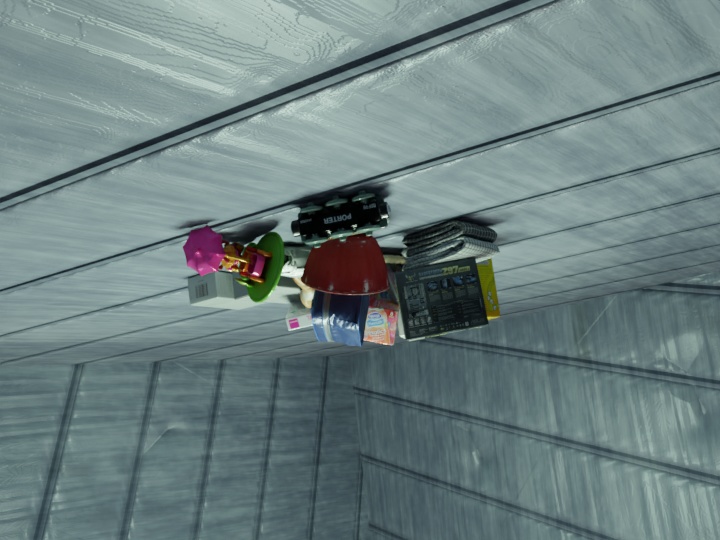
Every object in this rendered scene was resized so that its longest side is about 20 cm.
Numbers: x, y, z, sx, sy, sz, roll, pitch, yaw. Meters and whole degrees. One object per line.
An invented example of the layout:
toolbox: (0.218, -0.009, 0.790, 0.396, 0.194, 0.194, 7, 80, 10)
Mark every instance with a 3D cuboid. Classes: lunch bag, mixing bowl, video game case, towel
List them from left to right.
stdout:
lunch bag: (-0.052, 0.091, 1.646, 0.129, 0.139, 0.201, 7, 156, 6)
mixing bowl: (-0.030, -0.028, 1.507, 0.194, 0.111, 0.200, 4, -167, -1)
video game case: (0.144, 0.021, 1.847, 0.196, 0.146, 0.018, 2, 144, -37)
towel: (0.210, -0.055, 1.681, 0.197, 0.088, 0.164, -19, 165, 37)

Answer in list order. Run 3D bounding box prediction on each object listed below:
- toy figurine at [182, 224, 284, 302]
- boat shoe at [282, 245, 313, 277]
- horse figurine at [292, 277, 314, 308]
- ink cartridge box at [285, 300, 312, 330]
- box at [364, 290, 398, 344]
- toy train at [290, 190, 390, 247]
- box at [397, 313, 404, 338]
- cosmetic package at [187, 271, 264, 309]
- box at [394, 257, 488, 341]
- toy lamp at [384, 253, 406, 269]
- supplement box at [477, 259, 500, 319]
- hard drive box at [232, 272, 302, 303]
toy figurine: (-0.280, -0.035, 1.445, 0.181, 0.154, 0.199, 18, 180, -34)
boat shoe: (-0.175, -0.020, 1.613, 0.194, 0.076, 0.065, -8, 173, -5)
horse figurine: (-0.107, 0.043, 1.739, 0.129, 0.051, 0.202, -15, 149, -15)
ink cartridge box: (-0.133, 0.104, 1.872, 0.116, 0.043, 0.200, -13, -166, 2)
box: (0.052, 0.107, 1.831, 0.100, 0.097, 0.200, 10, -162, 5)
toy train: (-0.034, -0.098, 1.347, 0.195, 0.088, 0.114, -12, 180, 10)
box: (0.178, 0.081, 1.990, 0.148, 0.206, 0.106, -10, 167, 14)
cosmetic package: (-0.351, 0.055, 1.854, 0.100, 0.076, 0.199, -13, 169, 27)
box: (0.186, 0.067, 1.626, 0.195, 0.162, 0.051, -11, 170, -1)
toy lamp: (0.076, -0.027, 1.780, 0.196, 0.060, 0.058, 2, 165, -35)
supplement box: (0.278, 0.032, 1.830, 0.107, 0.206, 0.108, 1, 167, -32)
hard drive box: (-0.207, 0.029, 1.812, 0.153, 0.079, 0.198, -16, 166, 34)
